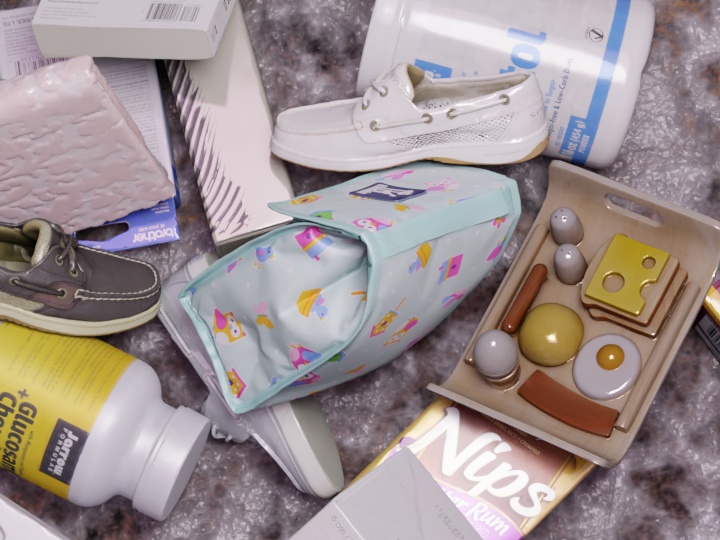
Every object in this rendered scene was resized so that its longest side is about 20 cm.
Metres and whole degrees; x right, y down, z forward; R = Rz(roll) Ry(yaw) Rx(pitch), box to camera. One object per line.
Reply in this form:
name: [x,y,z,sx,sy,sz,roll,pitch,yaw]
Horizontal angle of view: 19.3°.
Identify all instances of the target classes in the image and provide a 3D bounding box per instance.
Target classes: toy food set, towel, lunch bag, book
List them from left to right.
towel: [-0.247,-0.069,1.462,0.199,0.191,0.032,-20,64,6]
book: [-0.145,-0.233,1.539,0.133,0.048,0.201,3,47,16]
lunch bag: [0.000,0.000,1.458,0.170,0.200,0.123,-18,77,-45]
toy food set: [0.153,0.028,1.487,0.143,0.060,0.201,22,71,25]

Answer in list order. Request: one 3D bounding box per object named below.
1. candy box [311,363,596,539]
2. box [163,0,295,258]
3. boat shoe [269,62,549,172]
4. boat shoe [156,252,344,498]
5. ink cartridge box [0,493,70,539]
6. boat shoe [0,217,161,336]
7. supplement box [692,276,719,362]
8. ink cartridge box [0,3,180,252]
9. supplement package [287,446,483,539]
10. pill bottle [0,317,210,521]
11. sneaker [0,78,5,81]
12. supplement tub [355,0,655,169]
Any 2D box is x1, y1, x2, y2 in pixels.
candy box: [0.069,0.161,1.529,0.200,0.056,0.117,-44,82,-9]
box: [-0.100,-0.114,1.566,0.068,0.082,0.201,-16,79,-2]
boat shoe: [0.031,-0.115,1.481,0.198,0.071,0.070,-3,121,9]
boat shoe: [-0.085,0.087,1.542,0.071,0.070,0.202,-34,82,14]
ink cartridge box: [-0.260,0.194,1.445,0.145,0.200,0.084,32,80,5]
boat shoe: [-0.228,-0.003,1.479,0.199,0.066,0.072,6,37,-24]
supplement box: [0.351,0.010,1.545,0.199,0.086,0.111,-36,81,-6]
ink cartridge box: [-0.203,-0.106,1.583,0.118,0.042,0.202,-10,77,0]
supplement package: [-0.019,0.238,1.435,0.121,0.120,0.200,50,119,7]
pill bottle: [-0.213,0.099,1.508,0.199,0.112,0.113,25,80,5]
sneaker: [-0.290,-0.123,1.549,0.117,0.200,0.074,7,111,-31]
supplement tub: [0.106,-0.160,1.552,0.198,0.132,0.133,14,79,2]
